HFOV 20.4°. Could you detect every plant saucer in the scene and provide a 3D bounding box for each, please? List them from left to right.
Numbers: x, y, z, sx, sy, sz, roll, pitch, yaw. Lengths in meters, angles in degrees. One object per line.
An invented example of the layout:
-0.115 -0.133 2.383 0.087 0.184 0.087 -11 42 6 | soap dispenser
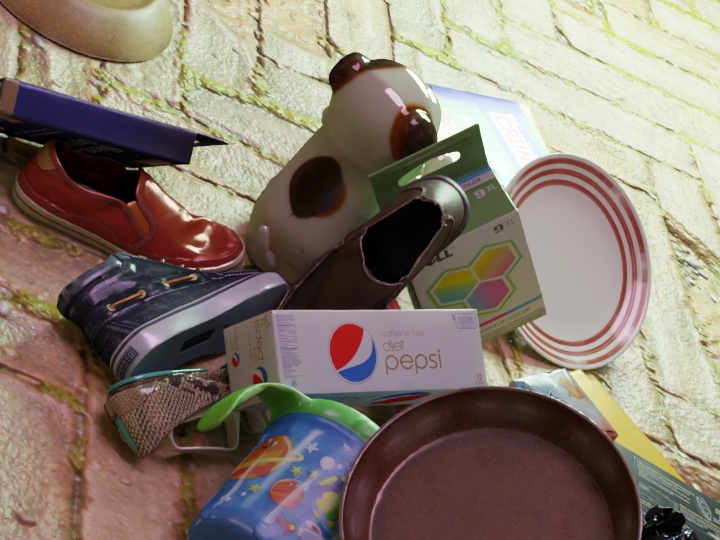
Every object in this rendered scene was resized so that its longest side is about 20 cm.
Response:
-0.256 -0.272 1.851 0.199 0.036 0.201 24 33 -17 | plant saucer
0.085 0.168 1.317 0.198 0.035 0.202 -3 52 4 | plant saucer

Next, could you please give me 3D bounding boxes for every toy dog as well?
-0.009 -0.091 1.685 0.193 0.201 0.140 -5 48 -46 | toy dog

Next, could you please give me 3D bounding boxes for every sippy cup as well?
-0.047 0.177 1.376 0.177 0.140 0.130 35 42 17 | sippy cup

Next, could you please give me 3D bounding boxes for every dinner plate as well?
0.192 -0.008 1.848 0.199 0.024 0.202 9 75 -35 | dinner plate

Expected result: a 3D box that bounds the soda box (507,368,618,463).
0.099 0.163 1.449 0.063 0.201 0.069 -9 51 -46 | soda box

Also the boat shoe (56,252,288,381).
-0.141 0.019 1.541 0.091 0.071 0.200 44 33 17 | boat shoe

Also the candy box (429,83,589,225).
0.098 -0.093 1.900 0.199 0.077 0.170 9 41 -36 | candy box

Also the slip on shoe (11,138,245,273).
-0.179 -0.048 1.605 0.199 0.061 0.074 23 32 -21 | slip on shoe

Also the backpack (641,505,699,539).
0.144 0.272 1.376 0.199 0.183 0.135 -19 72 -27 | backpack

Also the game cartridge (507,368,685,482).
0.183 0.167 1.687 0.199 0.033 0.177 -7 51 -50 | game cartridge

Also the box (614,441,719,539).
0.220 0.217 1.583 0.199 0.044 0.161 30 35 -14 | box

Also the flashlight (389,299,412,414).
0.026 0.085 1.619 0.068 0.067 0.201 48 14 -56 | flashlight

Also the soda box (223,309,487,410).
-0.001 0.066 1.500 0.199 0.068 0.064 1 76 -38 | soda box

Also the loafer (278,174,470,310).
0.000 0.000 1.572 0.073 0.200 0.071 43 8 6 | loafer

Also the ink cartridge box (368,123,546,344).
0.083 -0.019 1.663 0.103 0.201 0.060 -25 50 -3 | ink cartridge box

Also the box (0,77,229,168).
-0.217 -0.113 1.616 0.199 0.033 0.121 13 -5 -28 | box

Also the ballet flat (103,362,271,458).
-0.104 0.097 1.493 0.199 0.068 0.076 -18 81 -46 | ballet flat
